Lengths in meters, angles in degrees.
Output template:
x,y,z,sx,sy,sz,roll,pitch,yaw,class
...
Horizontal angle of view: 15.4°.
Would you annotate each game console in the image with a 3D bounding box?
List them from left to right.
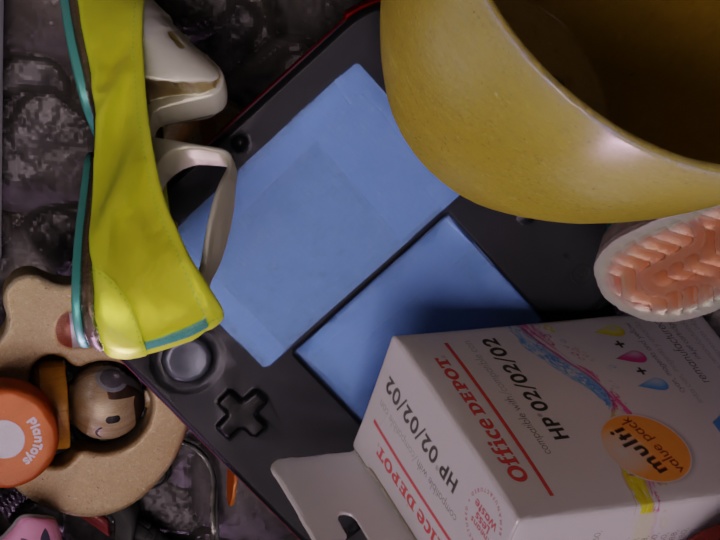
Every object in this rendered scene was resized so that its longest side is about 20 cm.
x,y,z,sx,sy,sz,roll,pitch,yaw,class
0.000,0.000,1.138,0.200,0.031,0.177,-42,106,4,game console

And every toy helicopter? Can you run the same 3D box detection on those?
x,y,z,sx,sy,sz,roll,pitch,yaw,class
-0.090,0.019,1.174,0.132,0.079,0.200,24,102,-13,toy helicopter

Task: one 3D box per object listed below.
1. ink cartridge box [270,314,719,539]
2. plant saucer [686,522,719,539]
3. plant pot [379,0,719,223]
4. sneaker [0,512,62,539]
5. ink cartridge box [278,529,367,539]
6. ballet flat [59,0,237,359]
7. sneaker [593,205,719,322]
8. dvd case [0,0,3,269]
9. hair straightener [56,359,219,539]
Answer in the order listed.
x,y,z,sx,sy,sz,roll,pitch,yaw,class
0.078,0.083,1.106,0.200,0.115,0.068,-5,131,-30,ink cartridge box
0.122,0.214,1.101,0.037,0.200,0.200,27,159,38,plant saucer
0.087,-0.097,1.034,0.200,0.200,0.142,35,145,-10,plant pot
-0.202,0.122,1.234,0.200,0.070,0.082,21,98,40,sneaker
0.029,0.222,1.231,0.145,0.145,0.200,-32,109,25,ink cartridge box
-0.085,-0.054,1.085,0.067,0.200,0.067,-8,148,3,ballet flat
0.184,-0.048,1.078,0.200,0.080,0.071,-20,125,31,sneaker
-0.201,-0.059,1.114,0.025,0.150,0.200,20,123,23,dvd case
-0.139,0.074,1.238,0.200,0.041,0.077,39,119,-11,hair straightener
